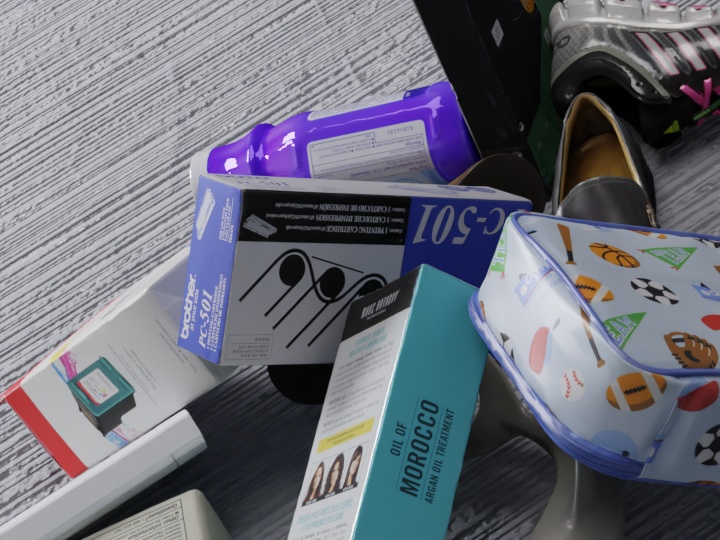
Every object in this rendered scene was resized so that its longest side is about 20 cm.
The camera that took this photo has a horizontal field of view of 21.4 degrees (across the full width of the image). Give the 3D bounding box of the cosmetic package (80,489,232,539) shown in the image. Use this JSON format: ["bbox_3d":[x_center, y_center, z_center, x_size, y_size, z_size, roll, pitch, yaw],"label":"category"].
[{"bbox_3d":[-0.098,0.211,0.929,0.105,0.071,0.200,-24,35,6],"label":"cosmetic package"}]

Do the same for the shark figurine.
[{"bbox_3d":[0.097,0.101,0.931,0.128,0.090,0.215,-6,33,4],"label":"shark figurine"}]

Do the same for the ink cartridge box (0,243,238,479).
[{"bbox_3d":[-0.125,0.047,1.107,0.200,0.067,0.116,-33,8,44],"label":"ink cartridge box"}]

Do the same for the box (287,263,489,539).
[{"bbox_3d":[0.009,0.103,0.938,0.082,0.049,0.200,-29,41,59],"label":"box"}]

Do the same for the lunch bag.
[{"bbox_3d":[0.160,0.036,0.918,0.200,0.076,0.160,8,27,-28],"label":"lunch bag"}]

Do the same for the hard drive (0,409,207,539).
[{"bbox_3d":[-0.177,0.142,1.050,0.200,0.027,0.132,-32,-1,-9],"label":"hard drive"}]

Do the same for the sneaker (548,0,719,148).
[{"bbox_3d":[0.205,-0.114,1.167,0.200,0.074,0.088,8,68,21],"label":"sneaker"}]

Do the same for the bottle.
[{"bbox_3d":[-0.014,-0.074,1.240,0.200,0.065,0.084,-10,-6,21],"label":"bottle"}]

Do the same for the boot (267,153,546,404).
[{"bbox_3d":[0.024,0.009,1.142,0.200,0.074,0.075,-40,7,-12],"label":"boot"}]

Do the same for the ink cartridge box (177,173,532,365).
[{"bbox_3d":[0.000,0.000,1.031,0.200,0.094,0.044,1,12,-39],"label":"ink cartridge box"}]

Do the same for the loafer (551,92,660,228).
[{"bbox_3d":[0.137,-0.023,1.086,0.073,0.072,0.200,-17,36,10],"label":"loafer"}]

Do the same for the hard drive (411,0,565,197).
[{"bbox_3d":[0.085,-0.161,1.188,0.038,0.200,0.140,-8,39,28],"label":"hard drive"}]
